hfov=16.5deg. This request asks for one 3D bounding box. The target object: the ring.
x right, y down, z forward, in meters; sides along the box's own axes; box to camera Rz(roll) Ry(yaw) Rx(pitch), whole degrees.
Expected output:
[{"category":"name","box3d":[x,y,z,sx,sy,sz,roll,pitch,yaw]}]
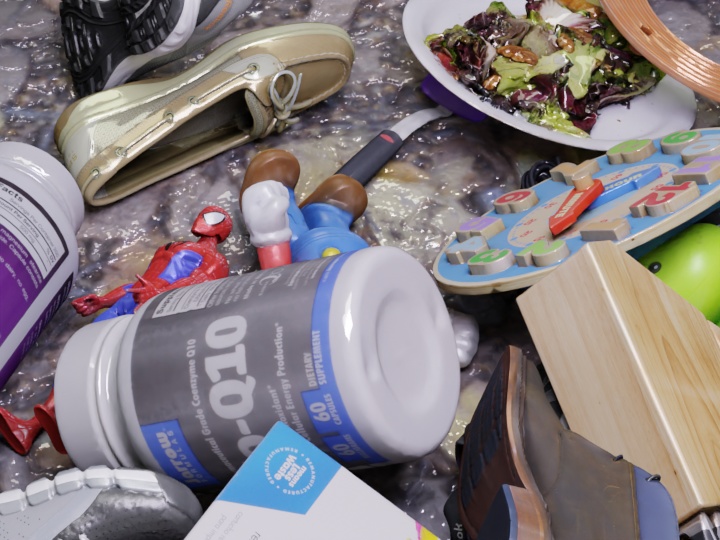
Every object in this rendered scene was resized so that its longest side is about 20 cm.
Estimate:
[{"category":"ring","box3d":[0.240,-0.161,1.618,0.200,0.019,0.201,15,39,-13]}]

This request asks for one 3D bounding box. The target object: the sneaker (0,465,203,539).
[{"category":"sneaker","box3d":[-0.181,0.171,1.297,0.199,0.075,0.116,-7,48,10]}]

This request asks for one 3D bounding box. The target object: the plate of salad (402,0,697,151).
[{"category":"plate of salad","box3d":[0.125,-0.141,1.587,0.199,0.048,0.200,14,34,-10]}]

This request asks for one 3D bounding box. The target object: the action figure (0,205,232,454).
[{"category":"action figure","box3d":[-0.134,0.027,1.447,0.065,0.052,0.200,-10,28,45]}]

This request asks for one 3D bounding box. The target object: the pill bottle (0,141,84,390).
[{"category":"pill bottle","box3d":[-0.234,0.012,1.420,0.112,0.113,0.200,12,39,15]}]

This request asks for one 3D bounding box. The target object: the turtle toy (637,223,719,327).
[{"category":"turtle toy","box3d":[0.245,0.033,1.392,0.199,0.101,0.146,15,46,19]}]

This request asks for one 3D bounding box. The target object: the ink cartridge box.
[{"category":"ink cartridge box","box3d":[0.001,0.183,1.221,0.200,0.067,0.116,36,52,3]}]

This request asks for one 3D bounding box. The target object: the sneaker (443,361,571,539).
[{"category":"sneaker","box3d":[0.097,0.081,1.372,0.087,0.076,0.200,-3,33,22]}]

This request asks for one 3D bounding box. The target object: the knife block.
[{"category":"knife block","box3d":[0.158,0.105,1.278,0.200,0.064,0.176,38,42,-14]}]

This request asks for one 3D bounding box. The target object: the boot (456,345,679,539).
[{"category":"boot","box3d":[0.105,0.115,1.249,0.097,0.075,0.200,18,31,-10]}]

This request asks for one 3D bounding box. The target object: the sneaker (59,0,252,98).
[{"category":"sneaker","box3d":[-0.133,-0.157,1.582,0.079,0.074,0.200,-11,-1,-32]}]

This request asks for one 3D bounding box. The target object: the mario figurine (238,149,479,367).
[{"category":"mario figurine","box3d":[0.000,0.000,1.437,0.123,0.106,0.200,-12,43,-13]}]

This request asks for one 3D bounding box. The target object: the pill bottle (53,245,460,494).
[{"category":"pill bottle","box3d":[-0.058,0.059,1.327,0.199,0.114,0.114,-12,36,31]}]

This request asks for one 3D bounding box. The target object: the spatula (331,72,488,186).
[{"category":"spatula","box3d":[0.031,-0.090,1.589,0.056,0.021,0.200,32,54,26]}]

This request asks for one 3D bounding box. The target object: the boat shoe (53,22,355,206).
[{"category":"boat shoe","box3d":[-0.091,-0.097,1.570,0.200,0.073,0.063,-18,56,-14]}]

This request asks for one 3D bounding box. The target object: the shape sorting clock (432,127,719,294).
[{"category":"shape sorting clock","box3d":[0.133,-0.038,1.424,0.199,0.039,0.200,-20,17,7]}]

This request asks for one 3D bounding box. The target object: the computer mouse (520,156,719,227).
[{"category":"computer mouse","box3d":[0.194,-0.028,1.498,0.199,0.046,0.141,2,42,5]}]
